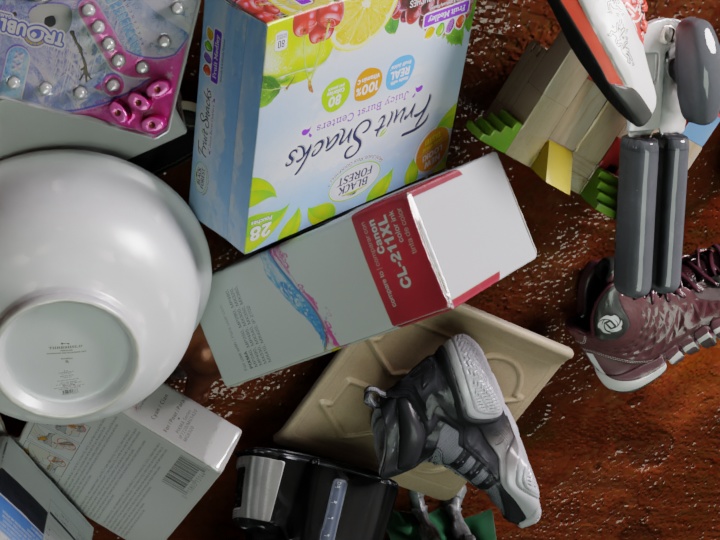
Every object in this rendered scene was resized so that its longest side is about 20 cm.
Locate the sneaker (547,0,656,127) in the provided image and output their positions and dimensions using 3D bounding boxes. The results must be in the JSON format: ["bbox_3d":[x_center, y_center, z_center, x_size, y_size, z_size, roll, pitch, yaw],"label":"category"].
[{"bbox_3d":[0.173,-0.206,1.043,0.107,0.067,0.202,-31,91,2],"label":"sneaker"}]

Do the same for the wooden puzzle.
[{"bbox_3d":[0.049,0.096,1.297,0.184,0.047,0.200,23,121,-28],"label":"wooden puzzle"}]

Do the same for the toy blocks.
[{"bbox_3d":[0.186,-0.123,1.150,0.199,0.100,0.137,25,105,-32],"label":"toy blocks"}]

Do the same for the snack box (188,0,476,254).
[{"bbox_3d":[-0.016,-0.124,1.043,0.199,0.067,0.170,-23,136,-39],"label":"snack box"}]

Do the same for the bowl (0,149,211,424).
[{"bbox_3d":[-0.191,0.030,1.008,0.199,0.091,0.203,-5,125,-8],"label":"bowl"}]

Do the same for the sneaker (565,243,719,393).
[{"bbox_3d":[0.253,0.011,1.272,0.199,0.076,0.115,-39,123,14],"label":"sneaker"}]

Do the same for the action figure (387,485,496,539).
[{"bbox_3d":[0.088,0.263,1.330,0.117,0.201,0.055,0,126,-16],"label":"action figure"}]

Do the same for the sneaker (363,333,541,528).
[{"bbox_3d":[0.072,0.145,1.267,0.113,0.076,0.201,-22,125,6],"label":"sneaker"}]

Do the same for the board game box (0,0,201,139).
[{"bbox_3d":[-0.189,-0.199,0.937,0.198,0.026,0.202,14,98,-5],"label":"board game box"}]

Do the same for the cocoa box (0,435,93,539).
[{"bbox_3d":[-0.329,0.241,1.211,0.198,0.132,0.134,-20,130,18],"label":"cocoa box"}]

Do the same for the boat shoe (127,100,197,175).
[{"bbox_3d":[-0.192,-0.056,1.089,0.198,0.068,0.072,-23,152,1],"label":"boat shoe"}]

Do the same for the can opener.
[{"bbox_3d":[0.216,-0.076,1.098,0.053,0.067,0.202,-7,106,-25],"label":"can opener"}]

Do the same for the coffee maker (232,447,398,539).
[{"bbox_3d":[-0.034,0.262,1.285,0.191,0.134,0.202,23,74,-30],"label":"coffee maker"}]

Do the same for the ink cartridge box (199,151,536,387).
[{"bbox_3d":[0.000,0.000,1.095,0.199,0.145,0.084,-21,94,32],"label":"ink cartridge box"}]

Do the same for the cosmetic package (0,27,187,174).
[{"bbox_3d":[-0.221,-0.107,1.028,0.199,0.107,0.091,-27,128,3],"label":"cosmetic package"}]

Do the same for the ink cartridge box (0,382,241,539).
[{"bbox_3d":[-0.201,0.130,1.195,0.175,0.045,0.200,31,145,-6],"label":"ink cartridge box"}]

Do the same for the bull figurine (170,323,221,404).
[{"bbox_3d":[-0.173,0.038,1.176,0.199,0.065,0.121,31,117,-30],"label":"bull figurine"}]
